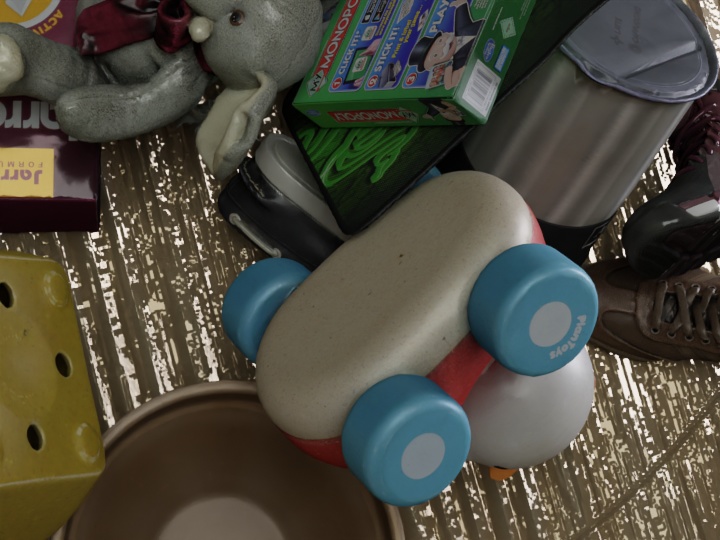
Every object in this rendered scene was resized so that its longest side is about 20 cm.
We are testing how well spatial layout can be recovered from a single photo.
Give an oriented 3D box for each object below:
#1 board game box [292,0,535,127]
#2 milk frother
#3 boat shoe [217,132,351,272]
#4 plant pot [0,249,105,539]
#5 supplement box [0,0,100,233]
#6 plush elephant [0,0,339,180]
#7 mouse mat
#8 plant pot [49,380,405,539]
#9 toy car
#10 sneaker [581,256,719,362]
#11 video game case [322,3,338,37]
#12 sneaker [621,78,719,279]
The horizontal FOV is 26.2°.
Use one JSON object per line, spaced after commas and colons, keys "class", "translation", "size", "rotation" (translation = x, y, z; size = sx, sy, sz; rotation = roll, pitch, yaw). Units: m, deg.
{"class": "board game box", "translation": [0.050, -0.173, 0.856], "size": [0.029, 0.134, 0.201], "rotation": [34, 72, -36]}
{"class": "milk frother", "translation": [0.080, -0.112, 0.927], "size": [0.199, 0.188, 0.181], "rotation": [21, 43, -8]}
{"class": "boat shoe", "translation": [0.000, 0.000, 0.957], "size": [0.200, 0.074, 0.060], "rotation": [38, 116, -16]}
{"class": "plant pot", "translation": [-0.248, 0.074, 0.790], "size": [0.199, 0.195, 0.195], "rotation": [-18, 80, 22]}
{"class": "supplement box", "translation": [-0.212, -0.128, 0.935], "size": [0.110, 0.086, 0.201], "rotation": [0, 78, -10]}
{"class": "plush elephant", "translation": [-0.091, -0.139, 0.854], "size": [0.200, 0.154, 0.165], "rotation": [38, 57, -31]}
{"class": "mouse mat", "translation": [0.042, -0.124, 0.861], "size": [0.200, 0.161, 0.008], "rotation": [-44, 126, 12]}
{"class": "plant pot", "translation": [-0.079, 0.170, 0.891], "size": [0.200, 0.093, 0.202], "rotation": [2, 77, -10]}
{"class": "toy car", "translation": [0.057, 0.063, 0.855], "size": [0.177, 0.184, 0.200], "rotation": [-45, 126, -4]}
{"class": "sneaker", "translation": [0.232, 0.026, 0.983], "size": [0.199, 0.076, 0.071], "rotation": [10, 77, -8]}
{"class": "video game case", "translation": [-0.005, -0.236, 0.968], "size": [0.199, 0.023, 0.183], "rotation": [-21, 69, 13]}
{"class": "sneaker", "translation": [0.207, -0.066, 0.983], "size": [0.199, 0.076, 0.116], "rotation": [-12, 64, -47]}
